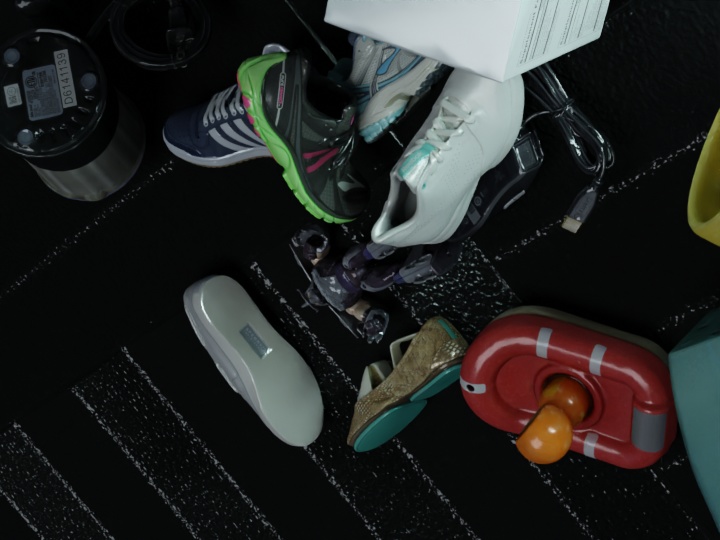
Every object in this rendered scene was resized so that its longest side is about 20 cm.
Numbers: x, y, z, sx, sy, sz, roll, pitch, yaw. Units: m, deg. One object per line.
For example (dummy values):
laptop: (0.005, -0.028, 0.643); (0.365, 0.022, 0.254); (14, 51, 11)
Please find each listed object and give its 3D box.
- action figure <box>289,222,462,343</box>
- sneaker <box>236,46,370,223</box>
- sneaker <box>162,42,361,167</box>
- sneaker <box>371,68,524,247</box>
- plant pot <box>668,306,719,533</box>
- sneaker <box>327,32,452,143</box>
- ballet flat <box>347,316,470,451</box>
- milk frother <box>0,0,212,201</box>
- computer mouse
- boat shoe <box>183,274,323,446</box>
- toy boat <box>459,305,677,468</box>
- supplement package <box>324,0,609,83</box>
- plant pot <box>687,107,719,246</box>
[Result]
action figure: (0.000, 0.000, 1.783); (0.130, 0.070, 0.199); (45, 141, -15)
sneaker: (-0.032, -0.112, 1.629); (0.083, 0.077, 0.200); (-23, 139, 11)
sneaker: (-0.105, -0.148, 1.719); (0.198, 0.071, 0.109); (3, 151, 26)
sneaker: (0.068, -0.098, 1.596); (0.075, 0.088, 0.201); (42, 125, 29)
plant pot: (0.351, 0.124, 1.578); (0.141, 0.141, 0.201); (-23, 100, 43)
sneaker: (0.033, -0.188, 1.613); (0.086, 0.078, 0.200); (47, 136, 1)
ballet flat: (0.041, 0.105, 1.847); (0.200, 0.070, 0.066); (-44, 65, 43)
milk frother: (-0.228, -0.168, 1.770); (0.198, 0.183, 0.188); (5, 171, 5)
computer mouse: (0.140, -0.079, 1.629); (0.141, 0.046, 0.200); (52, 130, 18)
boat shoe: (-0.112, 0.093, 1.936); (0.200, 0.072, 0.068); (50, 157, -16)
toy boat: (0.176, 0.121, 1.700); (0.198, 0.131, 0.132); (17, 130, 25)
supplement package: (0.094, -0.247, 1.411); (0.151, 0.200, 0.152); (21, 114, 21)
plant pot: (0.365, -0.079, 1.387); (0.187, 0.202, 0.201); (24, 135, -4)
